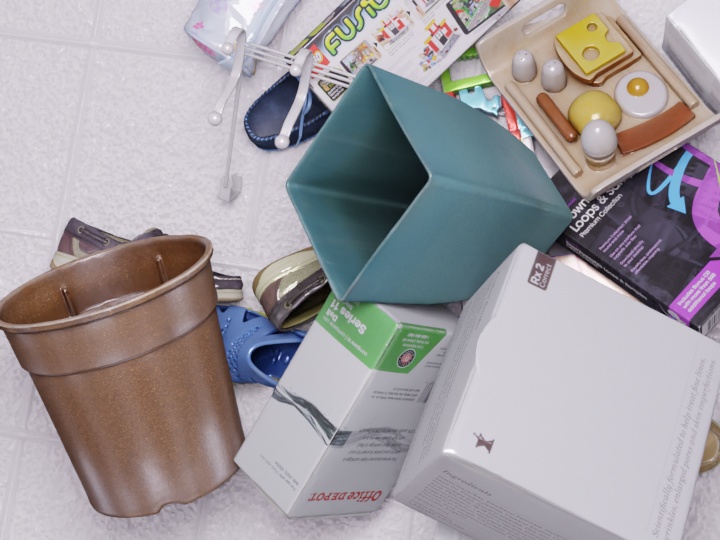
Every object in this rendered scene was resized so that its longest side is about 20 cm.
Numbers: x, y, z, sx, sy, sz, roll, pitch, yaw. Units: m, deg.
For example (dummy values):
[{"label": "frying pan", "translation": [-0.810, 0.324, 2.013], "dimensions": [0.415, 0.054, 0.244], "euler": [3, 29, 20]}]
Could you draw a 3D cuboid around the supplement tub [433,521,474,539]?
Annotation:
[{"label": "supplement tub", "translation": [0.165, 0.270, 1.204], "dimensions": [0.199, 0.132, 0.133], "euler": [5, 84, 10]}]

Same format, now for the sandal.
[{"label": "sandal", "translation": [-0.093, 0.077, 1.299], "dimensions": [0.199, 0.087, 0.080], "euler": [10, 87, 13]}]

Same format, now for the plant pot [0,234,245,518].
[{"label": "plant pot", "translation": [-0.199, 0.097, 1.223], "dimensions": [0.199, 0.200, 0.199], "euler": [-12, 108, 9]}]

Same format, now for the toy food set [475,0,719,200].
[{"label": "toy food set", "translation": [0.215, -0.171, 1.245], "dimensions": [0.143, 0.060, 0.200], "euler": [-31, 62, -4]}]

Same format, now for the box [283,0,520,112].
[{"label": "box", "translation": [0.038, -0.223, 1.273], "dimensions": [0.200, 0.035, 0.110], "euler": [-43, 107, 2]}]

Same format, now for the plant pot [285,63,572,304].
[{"label": "plant pot", "translation": [0.070, -0.058, 1.176], "dimensions": [0.142, 0.199, 0.142], "euler": [-53, 45, 31]}]

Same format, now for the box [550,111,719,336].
[{"label": "box", "translation": [0.265, -0.047, 1.222], "dimensions": [0.200, 0.036, 0.143], "euler": [37, 74, 30]}]

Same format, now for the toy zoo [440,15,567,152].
[{"label": "toy zoo", "translation": [0.152, -0.131, 1.312], "dimensions": [0.130, 0.020, 0.201], "euler": [-12, 81, 8]}]

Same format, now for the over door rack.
[{"label": "over door rack", "translation": [-0.062, -0.112, 1.264], "dimensions": [0.147, 0.201, 0.067], "euler": [20, 46, 12]}]

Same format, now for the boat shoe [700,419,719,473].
[{"label": "boat shoe", "translation": [0.228, 0.145, 1.235], "dimensions": [0.199, 0.076, 0.072], "euler": [6, 82, 10]}]

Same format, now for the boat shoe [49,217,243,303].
[{"label": "boat shoe", "translation": [-0.205, -0.010, 1.338], "dimensions": [0.199, 0.072, 0.065], "euler": [10, 90, 17]}]

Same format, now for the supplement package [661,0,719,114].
[{"label": "supplement package", "translation": [0.392, -0.183, 1.230], "dimensions": [0.155, 0.111, 0.200], "euler": [-36, 79, 4]}]

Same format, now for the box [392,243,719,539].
[{"label": "box", "translation": [0.161, 0.122, 1.108], "dimensions": [0.199, 0.131, 0.200], "euler": [27, 60, -5]}]

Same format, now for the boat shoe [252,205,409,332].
[{"label": "boat shoe", "translation": [0.000, 0.000, 1.286], "dimensions": [0.199, 0.073, 0.065], "euler": [-26, 60, 1]}]

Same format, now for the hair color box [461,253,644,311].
[{"label": "hair color box", "translation": [0.194, 0.042, 1.262], "dimensions": [0.199, 0.065, 0.110], "euler": [-7, 81, 8]}]

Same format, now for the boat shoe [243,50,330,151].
[{"label": "boat shoe", "translation": [-0.032, -0.192, 1.329], "dimensions": [0.200, 0.069, 0.084], "euler": [-37, 78, 4]}]

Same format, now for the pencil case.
[{"label": "pencil case", "translation": [-0.087, -0.286, 1.344], "dimensions": [0.091, 0.083, 0.200], "euler": [36, 91, 35]}]

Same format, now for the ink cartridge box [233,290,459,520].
[{"label": "ink cartridge box", "translation": [-0.001, 0.115, 1.220], "dimensions": [0.083, 0.146, 0.201], "euler": [39, 105, 32]}]
